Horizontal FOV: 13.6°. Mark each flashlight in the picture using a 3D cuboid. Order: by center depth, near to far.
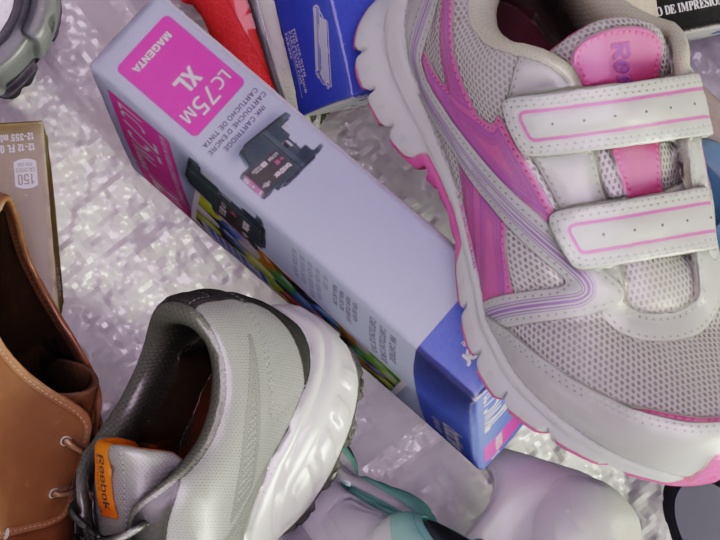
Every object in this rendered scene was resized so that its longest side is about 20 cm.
[{"bbox_3d":[-0.128,-0.081,0.972,0.067,0.200,0.068,-17,90,-5],"label":"flashlight"}]

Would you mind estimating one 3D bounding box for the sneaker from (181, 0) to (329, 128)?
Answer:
[{"bbox_3d":[-0.074,-0.131,1.054,0.085,0.077,0.201,-28,90,15],"label":"sneaker"}]

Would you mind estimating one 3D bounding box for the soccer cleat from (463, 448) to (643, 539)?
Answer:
[{"bbox_3d":[0.031,0.158,1.052,0.077,0.069,0.201,29,92,25],"label":"soccer cleat"}]

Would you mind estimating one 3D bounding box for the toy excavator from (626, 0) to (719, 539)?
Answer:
[{"bbox_3d":[0.113,-0.027,0.986,0.100,0.195,0.200,-28,60,-33],"label":"toy excavator"}]

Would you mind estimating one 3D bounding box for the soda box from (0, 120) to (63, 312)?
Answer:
[{"bbox_3d":[-0.203,-0.009,1.032,0.199,0.064,0.068,-5,90,-4],"label":"soda box"}]

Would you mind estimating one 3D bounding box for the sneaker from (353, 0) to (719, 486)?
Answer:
[{"bbox_3d":[0.067,-0.029,0.909,0.081,0.088,0.201,-15,64,-31],"label":"sneaker"}]

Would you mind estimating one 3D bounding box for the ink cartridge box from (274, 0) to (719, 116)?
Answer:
[{"bbox_3d":[0.063,-0.117,1.032,0.199,0.044,0.095,-13,90,-27],"label":"ink cartridge box"}]

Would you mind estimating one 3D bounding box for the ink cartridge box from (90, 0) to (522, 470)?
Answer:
[{"bbox_3d":[0.000,0.000,0.998,0.200,0.119,0.042,38,81,11],"label":"ink cartridge box"}]

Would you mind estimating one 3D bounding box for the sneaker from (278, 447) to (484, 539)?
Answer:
[{"bbox_3d":[-0.015,0.137,1.008,0.078,0.200,0.140,27,96,-47],"label":"sneaker"}]

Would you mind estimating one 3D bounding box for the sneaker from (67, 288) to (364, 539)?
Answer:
[{"bbox_3d":[-0.069,0.099,0.963,0.074,0.079,0.201,10,80,40],"label":"sneaker"}]

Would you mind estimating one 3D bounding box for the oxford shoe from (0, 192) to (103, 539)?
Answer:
[{"bbox_3d":[-0.113,0.066,0.984,0.071,0.071,0.201,-9,115,16],"label":"oxford shoe"}]
